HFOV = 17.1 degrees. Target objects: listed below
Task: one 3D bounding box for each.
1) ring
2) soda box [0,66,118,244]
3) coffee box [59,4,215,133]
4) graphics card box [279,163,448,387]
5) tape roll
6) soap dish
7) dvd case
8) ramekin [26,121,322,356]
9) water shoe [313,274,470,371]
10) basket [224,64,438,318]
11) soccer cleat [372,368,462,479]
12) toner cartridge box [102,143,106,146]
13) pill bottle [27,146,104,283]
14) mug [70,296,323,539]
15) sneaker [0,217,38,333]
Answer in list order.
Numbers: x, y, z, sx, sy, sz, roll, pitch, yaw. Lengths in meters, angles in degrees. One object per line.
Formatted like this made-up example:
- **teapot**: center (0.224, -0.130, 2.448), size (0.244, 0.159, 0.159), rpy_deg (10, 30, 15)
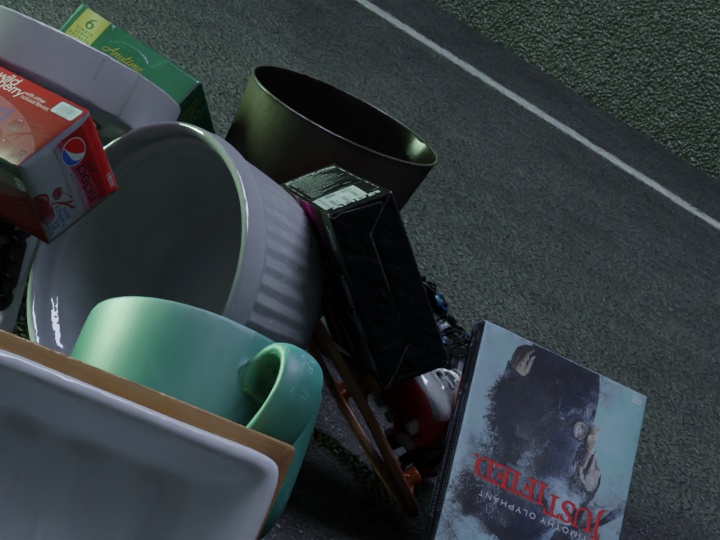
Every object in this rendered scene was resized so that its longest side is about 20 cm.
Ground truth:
- **ring**: center (-0.006, 0.083, 1.677), size (0.201, 0.019, 0.200), rpy_deg (61, -6, 11)
- **soda box**: center (-0.249, -0.092, 1.550), size (0.200, 0.063, 0.070), rpy_deg (28, -33, 38)
- **coffee box**: center (-0.167, -0.113, 1.849), size (0.123, 0.044, 0.200), rpy_deg (35, -18, 18)
- **graphics card box**: center (0.000, 0.000, 1.640), size (0.051, 0.126, 0.200), rpy_deg (-20, 12, -9)
- **tape roll**: center (-0.221, -0.137, 1.667), size (0.202, 0.037, 0.203), rpy_deg (25, -6, 3)
- **soap dish**: center (-0.155, 0.127, 1.257), size (0.200, 0.158, 0.081), rpy_deg (23, 0, -23)
- **dvd case**: center (0.118, 0.151, 1.636), size (0.146, 0.201, 0.022), rpy_deg (26, -25, -22)
- **ramekin**: center (-0.118, 0.011, 1.603), size (0.105, 0.200, 0.200), rpy_deg (26, 13, -47)
- **water shoe**: center (0.046, 0.046, 1.914), size (0.200, 0.079, 0.071), rpy_deg (20, 12, 27)
- **basket**: center (-0.059, -0.035, 1.824), size (0.180, 0.200, 0.136), rpy_deg (14, 22, -49)
- **soccer cleat**: center (0.058, 0.096, 1.703), size (0.069, 0.085, 0.200), rpy_deg (59, -6, 20)
- **toner cartridge box**: center (-0.228, -0.072, 1.836), size (0.200, 0.095, 0.043), rpy_deg (36, 15, 18)
- **pill bottle**: center (-0.242, -0.055, 1.723), size (0.200, 0.113, 0.113), rpy_deg (27, 16, -10)
- **mug**: center (-0.109, 0.096, 1.396), size (0.152, 0.115, 0.185), rpy_deg (19, -23, 2)
- **sneaker**: center (-0.248, -0.017, 1.574), size (0.074, 0.079, 0.201), rpy_deg (21, 47, -15)
